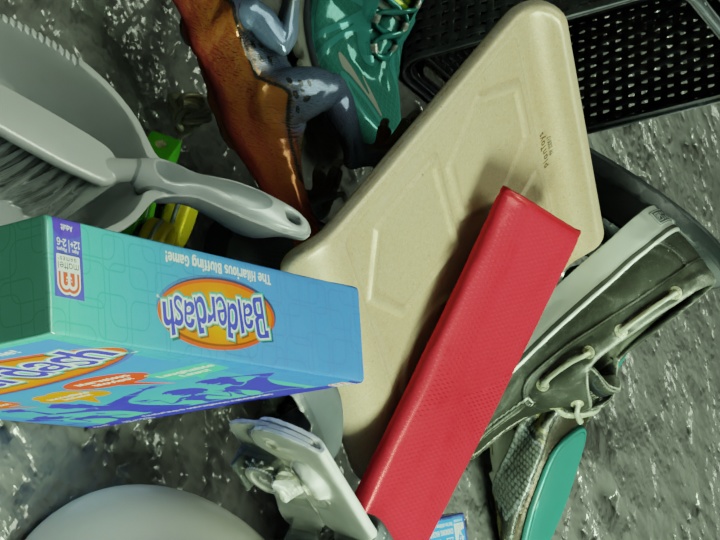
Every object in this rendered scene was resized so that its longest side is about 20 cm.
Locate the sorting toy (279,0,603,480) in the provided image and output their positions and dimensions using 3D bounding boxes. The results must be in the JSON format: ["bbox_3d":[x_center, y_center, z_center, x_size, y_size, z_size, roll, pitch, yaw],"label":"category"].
[{"bbox_3d":[0.044,-0.013,0.960,0.200,0.036,0.186,-46,142,-24],"label":"sorting toy"}]

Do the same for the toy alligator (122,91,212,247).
[{"bbox_3d":[-0.107,-0.026,0.888,0.200,0.059,0.055,-65,174,-63],"label":"toy alligator"}]

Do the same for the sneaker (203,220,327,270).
[{"bbox_3d":[0.000,0.000,1.015,0.199,0.087,0.075,11,70,-57],"label":"sneaker"}]

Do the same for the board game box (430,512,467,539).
[{"bbox_3d":[0.005,0.236,0.988,0.199,0.041,0.202,0,80,-58],"label":"board game box"}]

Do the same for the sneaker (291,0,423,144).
[{"bbox_3d":[0.006,-0.162,1.089,0.077,0.079,0.202,21,63,-55],"label":"sneaker"}]

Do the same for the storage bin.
[{"bbox_3d":[0.137,-0.160,1.185,0.135,0.198,0.095,34,53,-49],"label":"storage bin"}]

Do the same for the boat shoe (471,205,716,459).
[{"bbox_3d":[0.117,0.053,1.088,0.064,0.200,0.071,50,23,15],"label":"boat shoe"}]

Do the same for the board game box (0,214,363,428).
[{"bbox_3d":[-0.114,0.027,0.756,0.199,0.151,0.046,14,68,-56],"label":"board game box"}]

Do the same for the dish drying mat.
[{"bbox_3d":[0.047,0.059,0.964,0.077,0.018,0.201,24,92,-56],"label":"dish drying mat"}]

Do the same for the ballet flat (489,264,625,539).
[{"bbox_3d":[0.115,0.085,1.174,0.072,0.072,0.202,-12,127,-59],"label":"ballet flat"}]

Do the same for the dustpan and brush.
[{"bbox_3d":[-0.113,-0.042,0.781,0.199,0.057,0.141,27,40,-30],"label":"dustpan and brush"}]

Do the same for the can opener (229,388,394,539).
[{"bbox_3d":[-0.001,0.117,0.891,0.067,0.053,0.201,-60,142,-28],"label":"can opener"}]

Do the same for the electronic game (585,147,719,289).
[{"bbox_3d":[0.141,-0.046,1.180,0.200,0.199,0.042,38,82,-48],"label":"electronic game"}]

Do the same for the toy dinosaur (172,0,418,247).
[{"bbox_3d":[-0.047,-0.105,0.908,0.181,0.104,0.201,42,38,-36],"label":"toy dinosaur"}]

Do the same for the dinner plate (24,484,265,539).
[{"bbox_3d":[-0.076,0.188,0.830,0.199,0.024,0.202,21,57,-35],"label":"dinner plate"}]
